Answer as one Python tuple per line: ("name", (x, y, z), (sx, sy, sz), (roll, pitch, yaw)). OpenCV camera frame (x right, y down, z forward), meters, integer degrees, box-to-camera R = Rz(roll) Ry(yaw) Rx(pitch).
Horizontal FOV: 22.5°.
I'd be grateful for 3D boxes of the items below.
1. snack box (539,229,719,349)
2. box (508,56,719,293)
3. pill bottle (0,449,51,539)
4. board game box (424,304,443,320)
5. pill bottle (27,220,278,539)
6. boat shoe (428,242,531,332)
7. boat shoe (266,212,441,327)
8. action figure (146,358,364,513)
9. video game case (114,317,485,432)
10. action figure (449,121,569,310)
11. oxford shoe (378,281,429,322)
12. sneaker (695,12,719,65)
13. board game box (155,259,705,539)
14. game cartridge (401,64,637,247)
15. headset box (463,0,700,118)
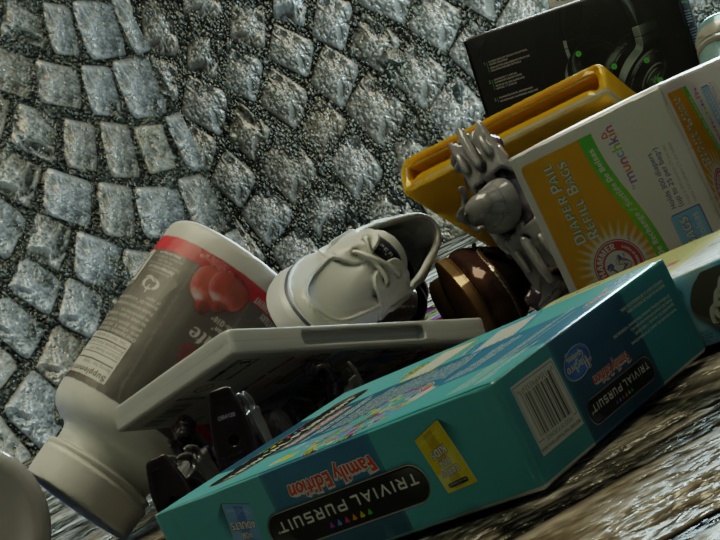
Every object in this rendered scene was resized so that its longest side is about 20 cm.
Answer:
("snack box", (0.146, 0.016, 0.856), (0.199, 0.037, 0.116), (-26, 1, 38))
("box", (0.183, -0.053, 1.091), (0.101, 0.113, 0.200), (-25, 0, 27))
("pill bottle", (-0.278, 0.176, 1.219), (0.115, 0.116, 0.200), (-27, 2, -19))
("board game box", (0.053, 0.050, 1.475), (0.199, 0.032, 0.120), (-28, -1, -23))
("pill bottle", (-0.137, 0.076, 1.229), (0.201, 0.110, 0.111), (-57, 10, -15))
("boat shoe", (0.093, 0.011, 1.302), (0.070, 0.071, 0.200), (-28, 2, -3))
("boat shoe", (0.000, 0.000, 1.228), (0.065, 0.074, 0.200), (-45, 0, 26))
("action figure", (-0.059, 0.098, 1.072), (0.130, 0.070, 0.200), (-31, -3, 14))
("video game case", (-0.037, 0.066, 1.146), (0.199, 0.018, 0.143), (-1, -22, -38))
("action figure", (0.117, -0.031, 1.164), (0.069, 0.131, 0.199), (-28, -17, 30))
("oxford shoe", (0.017, 0.032, 1.415), (0.072, 0.072, 0.200), (4, 0, 3))
("sneaker", (0.342, -0.113, 1.339), (0.198, 0.132, 0.080), (7, -21, 5))
("board game box", (0.030, 0.071, 0.784), (0.199, 0.047, 0.151), (-26, 2, 39))
("game cartridge", (0.157, -0.062, 1.304), (0.175, 0.033, 0.199), (-24, -34, 32))
("headset box", (0.192, -0.129, 1.435), (0.173, 0.202, 0.093), (-17, 4, 17))
